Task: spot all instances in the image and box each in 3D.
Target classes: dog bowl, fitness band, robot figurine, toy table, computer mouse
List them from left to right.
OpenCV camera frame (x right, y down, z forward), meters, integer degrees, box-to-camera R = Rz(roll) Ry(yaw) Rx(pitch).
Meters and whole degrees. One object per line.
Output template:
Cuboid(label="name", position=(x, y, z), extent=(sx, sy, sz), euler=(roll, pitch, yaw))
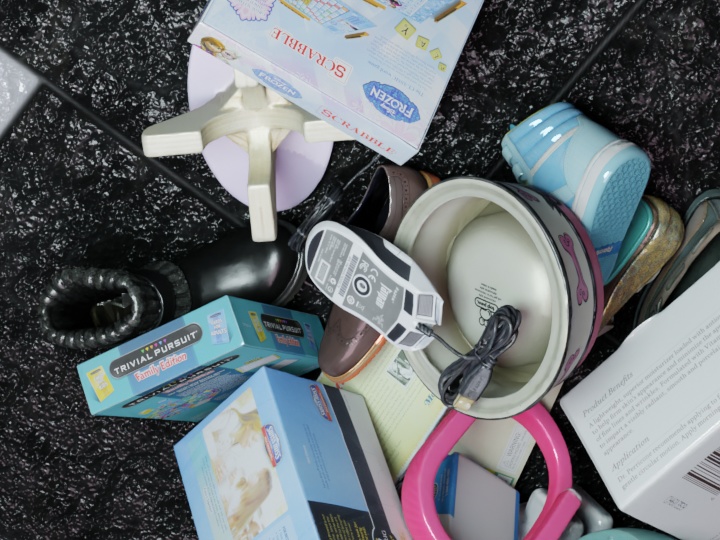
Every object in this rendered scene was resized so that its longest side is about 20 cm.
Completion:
Cuboid(label="toy table", position=(-0.084, -0.128, 1.516), extent=(0.182, 0.117, 0.202), euler=(-15, 113, 9))
Cuboid(label="computer mouse", position=(0.000, -0.099, 1.542), extent=(0.034, 0.059, 0.200), euler=(41, 92, 11))
Cuboid(label="computer mouse", position=(0.039, 0.023, 1.491), extent=(0.200, 0.044, 0.110), euler=(39, 130, 19))
Cuboid(label="fitness band", position=(0.117, 0.189, 1.590), extent=(0.144, 0.200, 0.037), euler=(48, 139, -5))
Cuboid(label="dog bowl", position=(0.117, 0.018, 1.502), extent=(0.199, 0.073, 0.202), euler=(12, 107, 43))
Cuboid(label="robot figurine", position=(0.169, 0.299, 1.708), extent=(0.168, 0.113, 0.202), euler=(-2, 122, -36))

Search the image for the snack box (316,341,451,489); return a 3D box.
Cuboid(label="snack box", position=(0.010, 0.131, 1.654), extent=(0.116, 0.037, 0.201), euler=(38, 113, 11))

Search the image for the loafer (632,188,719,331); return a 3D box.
Cuboid(label="loafer", position=(0.289, 0.028, 1.604), extent=(0.071, 0.063, 0.202), euler=(13, 115, -4))

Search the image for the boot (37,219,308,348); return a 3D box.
Cuboid(label="boot", position=(-0.157, 0.015, 1.555), extent=(0.210, 0.158, 0.080), euler=(-30, 71, 15))

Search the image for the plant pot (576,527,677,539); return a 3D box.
Cuboid(label="plant pot", position=(0.241, 0.316, 1.563), extent=(0.200, 0.201, 0.161), euler=(-36, 124, 17))

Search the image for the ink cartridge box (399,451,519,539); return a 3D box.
Cuboid(label="ink cartridge box", position=(0.051, 0.285, 1.662), extent=(0.085, 0.147, 0.200), euler=(31, 128, -19))

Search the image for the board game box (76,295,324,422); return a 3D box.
Cuboid(label="board game box", position=(-0.130, 0.079, 1.571), extent=(0.150, 0.200, 0.047), euler=(-25, 75, 16))

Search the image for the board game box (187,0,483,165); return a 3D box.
Cuboid(label="board game box", position=(-0.008, -0.218, 1.442), extent=(0.199, 0.201, 0.041), euler=(30, 157, -11))

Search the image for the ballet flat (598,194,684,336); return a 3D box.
Cuboid(label="ballet flat", position=(0.214, 0.018, 1.607), extent=(0.070, 0.071, 0.200), euler=(33, 114, -13))

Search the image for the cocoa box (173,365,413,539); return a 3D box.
Cuboid(label="cocoa box", position=(-0.054, 0.208, 1.558), extent=(0.131, 0.201, 0.133), euler=(20, 128, -43))

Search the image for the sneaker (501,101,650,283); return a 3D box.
Cuboid(label="sneaker", position=(0.161, -0.054, 1.551), extent=(0.079, 0.131, 0.201), euler=(-8, 133, -42))

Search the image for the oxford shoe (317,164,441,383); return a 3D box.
Cuboid(label="oxford shoe", position=(0.000, 0.000, 1.573), extent=(0.072, 0.071, 0.202), euler=(17, 97, -43))

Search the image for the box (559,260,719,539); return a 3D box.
Cuboid(label="box", position=(0.318, 0.125, 1.571), extent=(0.199, 0.131, 0.199), euler=(-43, 137, 20))

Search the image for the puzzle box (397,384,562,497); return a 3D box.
Cuboid(label="puzzle box", position=(0.093, 0.152, 1.691), extent=(0.132, 0.025, 0.201), euler=(19, 114, -7))
